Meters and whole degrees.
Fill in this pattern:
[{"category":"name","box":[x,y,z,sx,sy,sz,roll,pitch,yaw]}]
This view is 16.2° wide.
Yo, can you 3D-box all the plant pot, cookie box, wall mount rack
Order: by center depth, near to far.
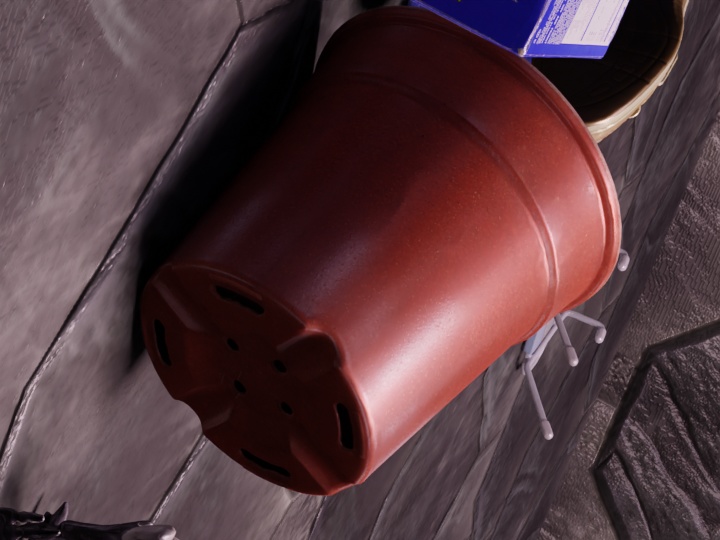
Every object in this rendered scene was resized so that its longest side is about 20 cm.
[{"category":"cookie box","box":[0.035,-0.165,1.134,0.076,0.171,0.200,-63,169,11]},{"category":"plant pot","box":[0.000,0.000,1.315,0.195,0.200,0.201,-45,159,-34]},{"category":"wall mount rack","box":[0.207,0.063,2.561,0.174,0.074,0.201,-53,163,-41]}]

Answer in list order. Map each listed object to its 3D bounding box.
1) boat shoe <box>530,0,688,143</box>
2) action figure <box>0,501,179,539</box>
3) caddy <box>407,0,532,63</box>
[{"category":"boat shoe","box":[0.142,-0.119,1.388,0.200,0.074,0.067,-55,158,-45]},{"category":"action figure","box":[-0.146,0.169,1.212,0.200,0.101,0.120,49,56,-75]},{"category":"caddy","box":[0.080,-0.198,1.411,0.141,0.104,0.201,-53,161,-52]}]
